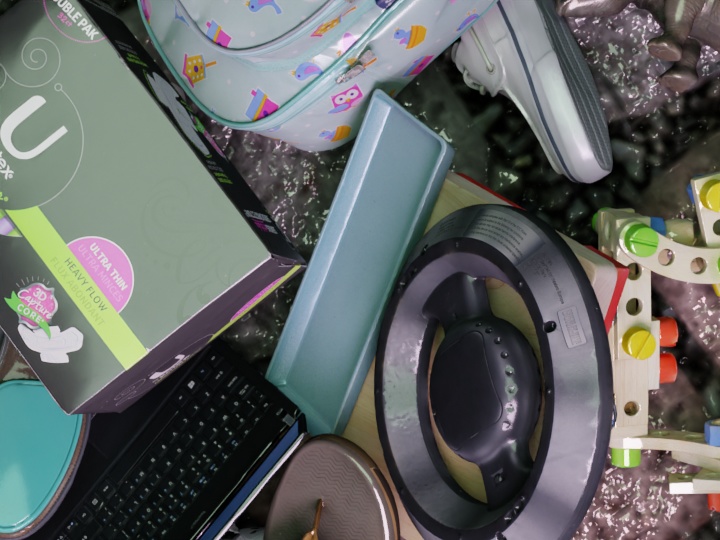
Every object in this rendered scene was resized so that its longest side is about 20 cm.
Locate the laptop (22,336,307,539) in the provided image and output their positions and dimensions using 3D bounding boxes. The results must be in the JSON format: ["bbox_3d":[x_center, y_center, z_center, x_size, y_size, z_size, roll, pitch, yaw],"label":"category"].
[{"bbox_3d":[-0.126,0.119,1.535,0.177,0.103,0.200,-50,56,0],"label":"laptop"}]

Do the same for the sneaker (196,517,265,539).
[{"bbox_3d":[-0.044,0.236,1.567,0.115,0.075,0.200,1,97,21],"label":"sneaker"}]

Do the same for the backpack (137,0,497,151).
[{"bbox_3d":[-0.034,-0.173,1.554,0.200,0.153,0.176,-49,63,26],"label":"backpack"}]

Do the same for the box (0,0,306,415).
[{"bbox_3d":[-0.153,-0.039,1.511,0.148,0.124,0.200,-39,82,5],"label":"box"}]

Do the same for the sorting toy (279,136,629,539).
[{"bbox_3d":[0.062,0.052,1.530,0.200,0.070,0.199,32,112,43],"label":"sorting toy"}]

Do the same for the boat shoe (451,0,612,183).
[{"bbox_3d":[0.087,-0.134,1.596,0.067,0.074,0.200,-26,71,19],"label":"boat shoe"}]

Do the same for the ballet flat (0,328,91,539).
[{"bbox_3d":[-0.190,0.065,1.599,0.073,0.073,0.200,6,78,7],"label":"ballet flat"}]

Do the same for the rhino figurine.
[{"bbox_3d":[0.197,-0.154,1.580,0.200,0.060,0.088,18,67,9],"label":"rhino figurine"}]

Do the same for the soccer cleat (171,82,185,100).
[{"bbox_3d":[-0.196,-0.064,1.614,0.200,0.069,0.078,-15,66,13],"label":"soccer cleat"}]

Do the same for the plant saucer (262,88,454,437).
[{"bbox_3d":[0.000,0.000,1.536,0.070,0.019,0.200,41,117,41],"label":"plant saucer"}]

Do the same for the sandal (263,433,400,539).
[{"bbox_3d":[-0.039,0.189,1.493,0.082,0.055,0.200,28,101,14],"label":"sandal"}]

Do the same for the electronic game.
[{"bbox_3d":[0.068,0.064,1.439,0.042,0.200,0.200,0,82,-33],"label":"electronic game"}]

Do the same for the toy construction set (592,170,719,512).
[{"bbox_3d":[0.178,0.041,1.555,0.131,0.092,0.200,-4,87,-14],"label":"toy construction set"}]
